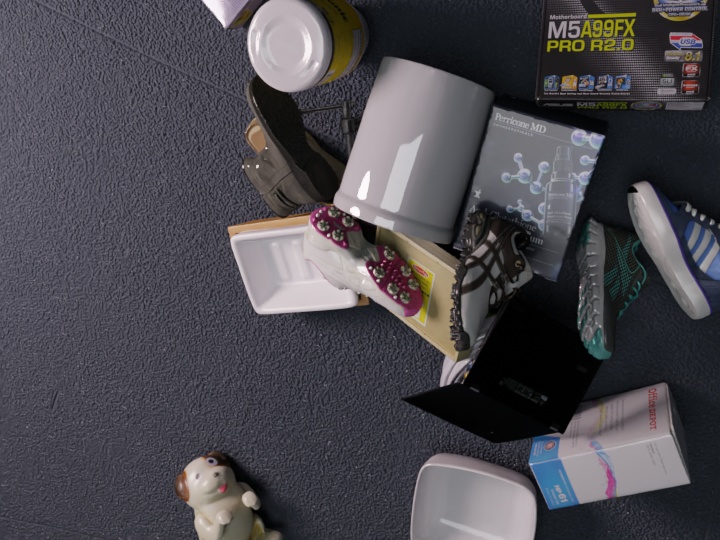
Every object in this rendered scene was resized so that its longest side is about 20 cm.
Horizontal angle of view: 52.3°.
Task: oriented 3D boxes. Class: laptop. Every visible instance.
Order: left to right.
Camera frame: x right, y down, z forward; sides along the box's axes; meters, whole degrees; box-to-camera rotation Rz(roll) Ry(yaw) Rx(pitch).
[{"bbox_3d":[0.195,0.145,1.002,0.186,0.116,0.202,27,93,-25],"label":"laptop"}]

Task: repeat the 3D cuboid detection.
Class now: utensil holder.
[{"bbox_3d":[0.071,-0.158,0.967,0.168,0.170,0.203,20,100,13],"label":"utensil holder"}]

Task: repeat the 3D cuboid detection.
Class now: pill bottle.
[{"bbox_3d":[-0.057,-0.302,0.960,0.110,0.200,0.113,7,112,17],"label":"pill bottle"}]

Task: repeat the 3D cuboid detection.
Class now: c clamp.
[{"bbox_3d":[0.012,-0.152,1.057,0.169,0.027,0.203,-16,109,-9],"label":"c clamp"}]

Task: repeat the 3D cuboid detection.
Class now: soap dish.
[{"bbox_3d":[-0.090,-0.015,1.139,0.197,0.081,0.159,-6,116,22],"label":"soap dish"}]

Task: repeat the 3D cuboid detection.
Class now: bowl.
[{"bbox_3d":[0.189,0.393,1.200,0.197,0.075,0.202,12,113,17],"label":"bowl"}]

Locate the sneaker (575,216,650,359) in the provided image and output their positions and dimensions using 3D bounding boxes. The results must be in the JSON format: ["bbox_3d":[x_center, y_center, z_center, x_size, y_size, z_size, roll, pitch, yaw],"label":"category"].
[{"bbox_3d":[0.333,0.021,0.956,0.090,0.202,0.078,7,153,4],"label":"sneaker"}]

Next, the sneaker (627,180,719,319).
[{"bbox_3d":[0.445,-0.053,0.933,0.145,0.081,0.202,-30,96,3],"label":"sneaker"}]

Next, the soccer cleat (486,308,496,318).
[{"bbox_3d":[0.140,0.083,1.109,0.198,0.068,0.082,18,121,12],"label":"soccer cleat"}]

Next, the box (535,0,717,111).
[{"bbox_3d":[0.317,-0.277,0.882,0.197,0.044,0.163,5,87,19],"label":"box"}]

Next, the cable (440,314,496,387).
[{"bbox_3d":[0.212,0.152,1.066,0.198,0.070,0.201,-19,128,14],"label":"cable"}]

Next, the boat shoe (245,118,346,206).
[{"bbox_3d":[-0.094,-0.165,1.101,0.199,0.066,0.075,32,117,7],"label":"boat shoe"}]

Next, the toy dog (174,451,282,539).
[{"bbox_3d":[-0.258,0.439,1.370,0.193,0.139,0.202,4,118,59],"label":"toy dog"}]

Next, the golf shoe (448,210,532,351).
[{"bbox_3d":[0.159,0.011,0.884,0.093,0.202,0.078,10,146,11],"label":"golf shoe"}]

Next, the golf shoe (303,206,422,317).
[{"bbox_3d":[0.000,0.000,1.027,0.200,0.075,0.092,43,134,8],"label":"golf shoe"}]

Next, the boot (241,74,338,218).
[{"bbox_3d":[-0.128,-0.164,1.029,0.130,0.068,0.201,-11,119,42],"label":"boot"}]

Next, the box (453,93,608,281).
[{"bbox_3d":[0.226,-0.112,0.977,0.147,0.107,0.202,18,114,14],"label":"box"}]

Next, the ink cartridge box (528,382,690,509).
[{"bbox_3d":[0.354,0.248,1.042,0.198,0.145,0.085,-22,101,26],"label":"ink cartridge box"}]

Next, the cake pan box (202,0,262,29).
[{"bbox_3d":[-0.190,-0.479,1.030,0.184,0.052,0.200,-41,92,26],"label":"cake pan box"}]

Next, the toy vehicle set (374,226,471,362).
[{"bbox_3d":[0.087,0.023,1.030,0.200,0.026,0.126,38,130,41],"label":"toy vehicle set"}]
